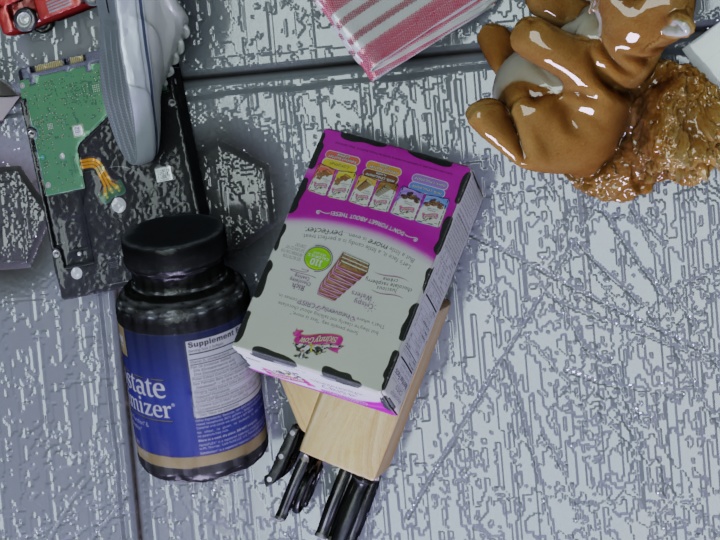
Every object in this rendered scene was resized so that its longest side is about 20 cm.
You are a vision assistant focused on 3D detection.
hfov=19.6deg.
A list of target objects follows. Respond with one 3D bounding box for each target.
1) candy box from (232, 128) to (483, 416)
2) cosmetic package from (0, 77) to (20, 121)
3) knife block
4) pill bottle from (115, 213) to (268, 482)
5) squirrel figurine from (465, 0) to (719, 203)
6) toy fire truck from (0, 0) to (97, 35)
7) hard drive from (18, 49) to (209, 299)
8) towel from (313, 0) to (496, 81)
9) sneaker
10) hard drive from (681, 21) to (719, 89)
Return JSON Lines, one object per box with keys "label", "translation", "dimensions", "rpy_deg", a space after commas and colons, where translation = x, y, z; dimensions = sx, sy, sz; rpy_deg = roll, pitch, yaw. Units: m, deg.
{"label": "candy box", "translation": [0.000, 0.000, 1.670], "dimensions": [0.135, 0.061, 0.201], "rpy_deg": [17, 72, 22]}
{"label": "cosmetic package", "translation": [-0.397, -0.104, 1.783], "dimensions": [0.103, 0.087, 0.200], "rpy_deg": [42, 103, 7]}
{"label": "knife block", "translation": [0.009, 0.133, 1.729], "dimensions": [0.199, 0.064, 0.177], "rpy_deg": [-24, 90, 13]}
{"label": "pill bottle", "translation": [-0.140, 0.062, 1.708], "dimensions": [0.111, 0.112, 0.202], "rpy_deg": [-2, 110, 12]}
{"label": "squirrel figurine", "translation": [0.205, -0.153, 1.612], "dimensions": [0.200, 0.142, 0.186], "rpy_deg": [42, 121, -12]}
{"label": "toy fire truck", "translation": [-0.229, -0.291, 1.749], "dimensions": [0.199, 0.049, 0.142], "rpy_deg": [-18, 91, 14]}
{"label": "hard drive", "translation": [-0.206, -0.086, 1.769], "dimensions": [0.139, 0.038, 0.202], "rpy_deg": [-12, 93, 13]}
{"label": "towel", "translation": [0.005, -0.264, 1.674], "dimensions": [0.146, 0.030, 0.201], "rpy_deg": [-34, 85, -26]}
{"label": "sneaker", "translation": [-0.172, -0.186, 1.698], "dimensions": [0.070, 0.073, 0.202], "rpy_deg": [-12, 113, -26]}
{"label": "hard drive", "translation": [0.362, -0.129, 1.626], "dimensions": [0.132, 0.027, 0.201], "rpy_deg": [-35, 87, 11]}
